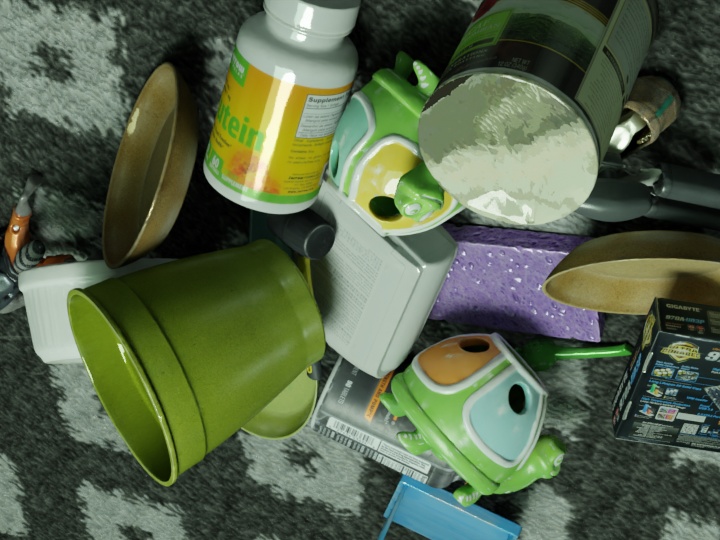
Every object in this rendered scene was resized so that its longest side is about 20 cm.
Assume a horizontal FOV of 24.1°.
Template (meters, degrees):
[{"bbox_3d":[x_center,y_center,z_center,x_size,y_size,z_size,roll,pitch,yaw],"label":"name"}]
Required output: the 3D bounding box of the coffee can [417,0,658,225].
[{"bbox_3d":[0.145,-0.155,1.353,0.145,0.200,0.147,14,136,14],"label":"coffee can"}]

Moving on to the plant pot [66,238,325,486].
[{"bbox_3d":[-0.144,0.067,1.584,0.200,0.192,0.201,48,154,33],"label":"plant pot"}]

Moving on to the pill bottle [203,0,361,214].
[{"bbox_3d":[-0.065,-0.162,1.504,0.110,0.111,0.201,22,120,6],"label":"pill bottle"}]

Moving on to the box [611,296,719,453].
[{"bbox_3d":[0.349,0.106,1.573,0.199,0.046,0.160,8,136,-3],"label":"box"}]

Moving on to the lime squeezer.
[{"bbox_3d":[0.179,0.099,1.712,0.070,0.038,0.200,15,146,-35],"label":"lime squeezer"}]

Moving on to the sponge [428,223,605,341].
[{"bbox_3d":[0.138,0.009,1.642,0.199,0.030,0.112,7,133,22],"label":"sponge"}]

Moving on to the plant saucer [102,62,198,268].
[{"bbox_3d":[-0.194,-0.095,1.599,0.035,0.201,0.200,15,142,-21],"label":"plant saucer"}]

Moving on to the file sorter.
[{"bbox_3d":[0.077,0.323,1.860,0.138,0.123,0.200,25,161,4],"label":"file sorter"}]

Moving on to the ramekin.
[{"bbox_3d":[-0.248,0.044,1.731,0.201,0.202,0.095,-7,84,33],"label":"ramekin"}]

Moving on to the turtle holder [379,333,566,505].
[{"bbox_3d":[0.121,0.147,1.637,0.132,0.141,0.186,-42,92,5],"label":"turtle holder"}]

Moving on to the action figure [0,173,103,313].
[{"bbox_3d":[-0.400,-0.024,1.841,0.200,0.105,0.193,42,126,-19],"label":"action figure"}]

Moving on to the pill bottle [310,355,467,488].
[{"bbox_3d":[0.056,0.160,1.774,0.199,0.106,0.107,25,138,3],"label":"pill bottle"}]

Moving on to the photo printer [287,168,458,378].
[{"bbox_3d":[0.000,0.000,1.642,0.166,0.069,0.201,44,141,20],"label":"photo printer"}]

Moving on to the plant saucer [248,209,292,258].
[{"bbox_3d":[-0.091,-0.026,1.673,0.070,0.019,0.201,41,136,47],"label":"plant saucer"}]

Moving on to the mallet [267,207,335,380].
[{"bbox_3d":[-0.058,0.019,1.636,0.066,0.041,0.201,41,145,35],"label":"mallet"}]

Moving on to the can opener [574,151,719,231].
[{"bbox_3d":[0.263,-0.053,1.438,0.199,0.067,0.053,10,140,-15],"label":"can opener"}]

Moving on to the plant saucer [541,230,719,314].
[{"bbox_3d":[0.261,0.000,1.508,0.199,0.036,0.200,1,165,0],"label":"plant saucer"}]

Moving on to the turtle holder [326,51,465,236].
[{"bbox_3d":[0.048,-0.091,1.461,0.141,0.132,0.186,41,-176,-47],"label":"turtle holder"}]

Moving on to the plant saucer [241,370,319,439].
[{"bbox_3d":[-0.111,0.082,1.796,0.199,0.031,0.201,21,123,37],"label":"plant saucer"}]

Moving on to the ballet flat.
[{"bbox_3d":[0.192,-0.106,1.474,0.068,0.067,0.200,43,136,-11],"label":"ballet flat"}]
